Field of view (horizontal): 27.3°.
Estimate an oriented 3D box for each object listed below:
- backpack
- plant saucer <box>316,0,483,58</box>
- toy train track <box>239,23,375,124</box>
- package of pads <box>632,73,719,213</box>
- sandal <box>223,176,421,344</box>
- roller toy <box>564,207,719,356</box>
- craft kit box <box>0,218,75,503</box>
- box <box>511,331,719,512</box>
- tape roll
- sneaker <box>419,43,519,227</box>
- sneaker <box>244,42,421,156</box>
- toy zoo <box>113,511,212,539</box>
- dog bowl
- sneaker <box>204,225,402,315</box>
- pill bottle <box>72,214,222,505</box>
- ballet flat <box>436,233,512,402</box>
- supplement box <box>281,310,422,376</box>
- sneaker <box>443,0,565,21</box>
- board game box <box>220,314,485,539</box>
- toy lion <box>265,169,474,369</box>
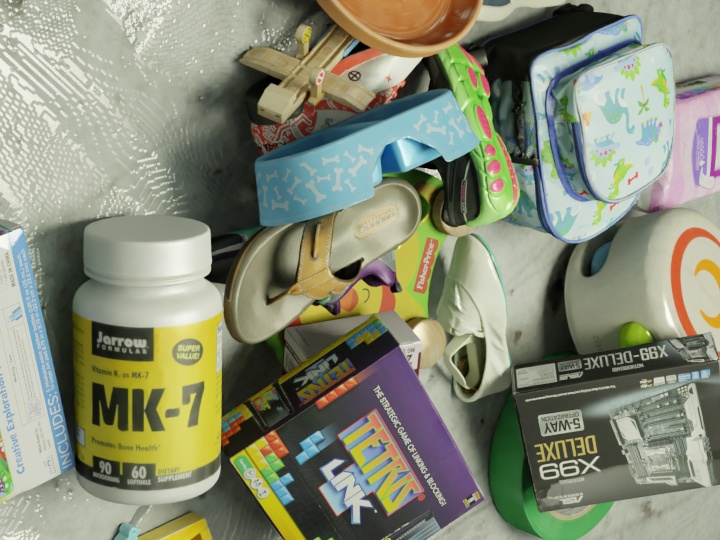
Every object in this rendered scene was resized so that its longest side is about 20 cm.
[{"bbox_3d":[0.208,-0.132,1.420,0.182,0.146,0.202,-26,122,-35],"label":"backpack"},{"bbox_3d":[0.018,-0.269,1.220,0.199,0.032,0.202,15,64,-34],"label":"plant saucer"},{"bbox_3d":[-0.023,-0.190,1.204,0.200,0.114,0.033,-53,158,-39],"label":"toy train track"},{"bbox_3d":[0.359,-0.140,1.619,0.199,0.075,0.122,-17,116,-41],"label":"package of pads"},{"bbox_3d":[-0.023,-0.010,1.166,0.199,0.054,0.082,-28,116,-26],"label":"sandal"},{"bbox_3d":[0.307,0.035,1.552,0.199,0.139,0.184,6,74,-45],"label":"roller toy"},{"bbox_3d":[-0.309,0.089,1.040,0.197,0.048,0.202,-27,120,-40],"label":"craft kit box"},{"bbox_3d":[0.257,0.151,1.456,0.050,0.198,0.159,-88,166,-57],"label":"box"},{"bbox_3d":[0.220,0.190,1.594,0.199,0.048,0.202,-16,113,-42],"label":"tape roll"},{"bbox_3d":[0.074,-0.128,1.299,0.077,0.083,0.201,28,43,-52],"label":"sneaker"},{"bbox_3d":[-0.007,-0.137,1.261,0.201,0.067,0.109,-32,124,-31],"label":"sneaker"},{"bbox_3d":[-0.168,0.296,1.255,0.131,0.020,0.201,-33,123,-35],"label":"toy zoo"},{"bbox_3d":[0.002,-0.093,1.170,0.199,0.111,0.050,-27,105,-30],"label":"dog bowl"},{"bbox_3d":[-0.054,0.001,1.212,0.199,0.074,0.088,-14,94,-23],"label":"sneaker"},{"bbox_3d":[-0.162,0.065,1.128,0.114,0.114,0.202,-12,110,-42],"label":"pill bottle"},{"bbox_3d":[0.105,0.055,1.417,0.069,0.069,0.201,-43,141,-28],"label":"ballet flat"},{"bbox_3d":[-0.013,0.142,1.292,0.108,0.061,0.202,-9,121,-23],"label":"supplement box"},{"bbox_3d":[0.119,-0.276,1.344,0.199,0.075,0.085,-25,120,-49],"label":"sneaker"},{"bbox_3d":[-0.006,0.161,1.233,0.165,0.057,0.201,-33,126,-4],"label":"board game box"},{"bbox_3d":[0.000,0.000,1.317,0.191,0.068,0.202,16,90,-39],"label":"toy lion"}]
